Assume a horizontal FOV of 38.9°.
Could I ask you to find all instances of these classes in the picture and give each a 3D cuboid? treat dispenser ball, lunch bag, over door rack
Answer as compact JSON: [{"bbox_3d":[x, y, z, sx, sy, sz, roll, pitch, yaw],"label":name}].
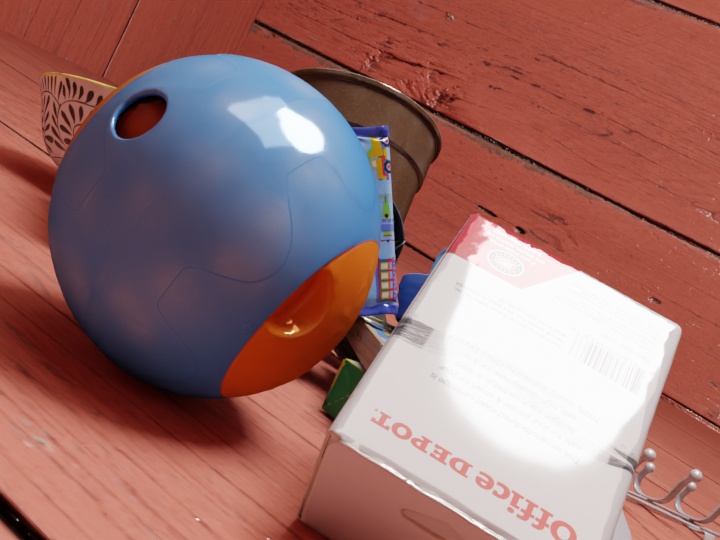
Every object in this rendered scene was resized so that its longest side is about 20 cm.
[{"bbox_3d":[-0.085,-0.026,0.613,0.198,0.203,0.201,28,6,-3],"label":"treat dispenser ball"},{"bbox_3d":[-0.054,-0.037,0.888,0.092,0.154,0.199,-3,0,-27],"label":"lunch bag"},{"bbox_3d":[0.339,0.242,1.019,0.146,0.067,0.200,25,7,-23],"label":"over door rack"}]

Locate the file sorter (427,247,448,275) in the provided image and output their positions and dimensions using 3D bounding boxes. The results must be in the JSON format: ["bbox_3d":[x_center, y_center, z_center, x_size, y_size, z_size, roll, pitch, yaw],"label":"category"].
[{"bbox_3d":[0.200,0.065,1.603,0.198,0.124,0.138,24,8,-44],"label":"file sorter"}]

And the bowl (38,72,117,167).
[{"bbox_3d":[-0.249,-0.117,1.048,0.197,0.096,0.201,18,-7,2],"label":"bowl"}]

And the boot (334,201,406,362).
[{"bbox_3d":[0.000,0.000,0.923,0.074,0.203,0.096,-18,-6,-38],"label":"boot"}]

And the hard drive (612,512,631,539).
[{"bbox_3d":[0.159,0.156,0.720,0.200,0.025,0.134,7,63,-75],"label":"hard drive"}]

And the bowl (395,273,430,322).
[{"bbox_3d":[0.121,0.059,0.874,0.197,0.040,0.201,21,-8,3],"label":"bowl"}]

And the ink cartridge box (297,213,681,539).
[{"bbox_3d":[0.076,0.082,0.559,0.143,0.085,0.200,29,44,9],"label":"ink cartridge box"}]

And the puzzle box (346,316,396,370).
[{"bbox_3d":[0.058,0.080,0.818,0.131,0.026,0.200,25,2,-8],"label":"puzzle box"}]

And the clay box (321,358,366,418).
[{"bbox_3d":[0.075,0.131,0.797,0.114,0.048,0.199,30,4,43],"label":"clay box"}]

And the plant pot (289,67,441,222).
[{"bbox_3d":[-0.032,-0.072,1.075,0.196,0.202,0.201,15,-21,6],"label":"plant pot"}]
